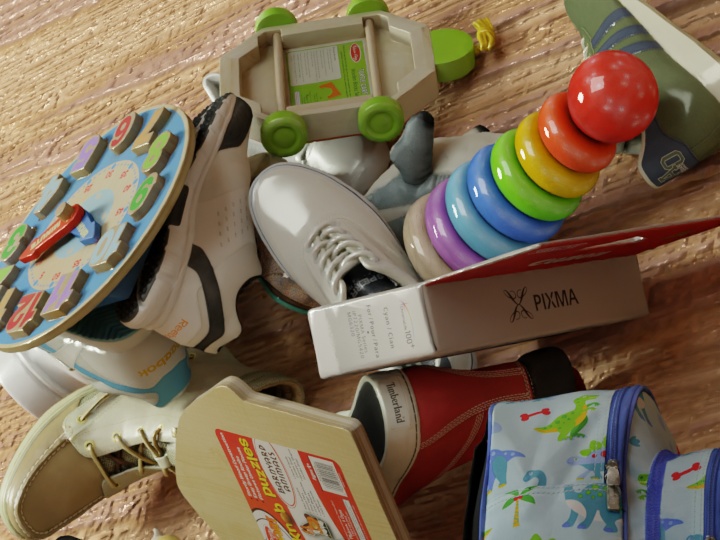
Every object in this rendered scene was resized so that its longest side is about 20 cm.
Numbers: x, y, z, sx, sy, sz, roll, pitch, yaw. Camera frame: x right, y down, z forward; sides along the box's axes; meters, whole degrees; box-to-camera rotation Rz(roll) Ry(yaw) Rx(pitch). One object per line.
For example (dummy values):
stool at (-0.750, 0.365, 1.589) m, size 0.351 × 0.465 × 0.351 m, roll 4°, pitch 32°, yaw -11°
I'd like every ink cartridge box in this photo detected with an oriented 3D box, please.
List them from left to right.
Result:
ink cartridge box at (0.099, 0.015, 1.256) m, size 0.175 × 0.199 × 0.045 m, roll -16°, pitch 85°, yaw 43°

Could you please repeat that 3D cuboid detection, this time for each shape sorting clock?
shape sorting clock at (-0.183, -0.031, 1.471) m, size 0.200 × 0.039 × 0.201 m, roll -36°, pitch 33°, yaw 28°

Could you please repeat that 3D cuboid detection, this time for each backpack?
backpack at (0.135, 0.161, 1.102) m, size 0.146 × 0.184 × 0.201 m, roll -12°, pitch 44°, yaw 14°

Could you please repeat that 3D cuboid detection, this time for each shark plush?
shark plush at (0.030, -0.023, 1.484) m, size 0.200 × 0.091 × 0.083 m, roll -41°, pitch 66°, yaw 10°

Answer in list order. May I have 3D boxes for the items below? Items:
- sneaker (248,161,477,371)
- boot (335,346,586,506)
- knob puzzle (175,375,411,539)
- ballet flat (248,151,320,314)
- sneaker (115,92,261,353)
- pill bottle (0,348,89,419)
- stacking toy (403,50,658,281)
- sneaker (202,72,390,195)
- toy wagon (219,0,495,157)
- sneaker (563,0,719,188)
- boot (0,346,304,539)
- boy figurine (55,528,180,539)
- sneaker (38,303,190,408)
sneaker at (0.000, 0.000, 1.404) m, size 0.073 × 0.071 × 0.200 m, roll -45°, pitch 71°, yaw -1°
boot at (0.059, 0.101, 1.343) m, size 0.200 × 0.143 × 0.073 m, roll 123°, pitch 134°, yaw -66°
knob puzzle at (-0.036, 0.139, 1.321) m, size 0.219 × 0.221 × 0.030 m, roll 1°, pitch 35°, yaw 50°
ballet flat at (-0.061, -0.041, 1.535) m, size 0.200 × 0.068 × 0.068 m, roll 45°, pitch 114°, yaw 50°
sneaker at (-0.101, -0.029, 1.477) m, size 0.074 × 0.080 × 0.201 m, roll -36°, pitch 32°, yaw 48°
pill bottle at (-0.181, 0.020, 1.655) m, size 0.200 × 0.111 × 0.111 m, roll -47°, pitch 35°, yaw 10°
stacking toy at (0.110, -0.064, 1.356) m, size 0.200 × 0.085 × 0.086 m, roll -47°, pitch 31°, yaw 40°
sneaker at (-0.057, -0.100, 1.629) m, size 0.076 × 0.088 × 0.200 m, roll -55°, pitch 34°, yaw -5°
toy wagon at (-0.001, -0.141, 1.580) m, size 0.198 × 0.040 × 0.156 m, roll -8°, pitch 37°, yaw 1°
sneaker at (0.163, -0.119, 1.398) m, size 0.090 × 0.067 × 0.200 m, roll -45°, pitch 38°, yaw 3°
boot at (-0.145, 0.125, 1.530) m, size 0.200 × 0.072 × 0.154 m, roll -42°, pitch 33°, yaw -19°
boy figurine at (-0.148, 0.232, 1.475) m, size 0.199 × 0.064 × 0.125 m, roll 6°, pitch 62°, yaw 55°
sneaker at (-0.193, 0.041, 1.545) m, size 0.076 × 0.081 × 0.199 m, roll -42°, pitch 35°, yaw -19°
